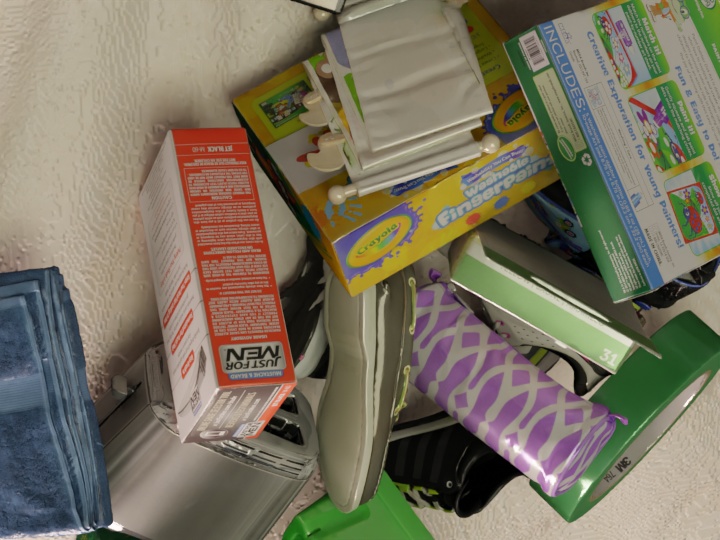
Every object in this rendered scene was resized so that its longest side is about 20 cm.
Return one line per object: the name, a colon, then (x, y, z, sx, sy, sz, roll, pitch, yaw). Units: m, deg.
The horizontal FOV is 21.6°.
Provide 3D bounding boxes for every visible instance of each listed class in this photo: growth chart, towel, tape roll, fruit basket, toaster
growth chart: (0.024, -0.138, 1.366, 0.144, 0.201, 0.018, -12, 143, 5)
towel: (-0.248, 0.099, 1.382, 0.048, 0.111, 0.201, -25, 106, -61)
tape roll: (0.225, 0.122, 1.576, 0.200, 0.048, 0.201, -42, 164, -15)
fruit basket: (0.014, 0.269, 1.544, 0.215, 0.156, 0.216, -30, 153, -17)
toaster: (-0.120, 0.143, 1.456, 0.199, 0.114, 0.129, 26, 120, -26)

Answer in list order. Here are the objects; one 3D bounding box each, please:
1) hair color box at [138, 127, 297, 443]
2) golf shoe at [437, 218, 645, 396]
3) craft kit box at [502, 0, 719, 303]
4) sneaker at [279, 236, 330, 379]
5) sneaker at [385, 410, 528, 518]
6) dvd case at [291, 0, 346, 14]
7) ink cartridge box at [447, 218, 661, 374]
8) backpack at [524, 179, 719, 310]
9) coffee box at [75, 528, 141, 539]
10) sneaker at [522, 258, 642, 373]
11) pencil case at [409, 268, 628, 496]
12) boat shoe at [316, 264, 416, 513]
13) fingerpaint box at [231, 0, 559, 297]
hair color box: (-0.105, 0.011, 1.360, 0.064, 0.201, 0.111, -2, 156, -21)
golf shoe: (0.124, 0.020, 1.505, 0.200, 0.073, 0.092, 33, 92, 3)
craft kit box: (0.215, -0.102, 1.353, 0.197, 0.048, 0.201, -23, 90, -38)
sneaker: (0.000, 0.000, 1.495, 0.086, 0.080, 0.200, 16, 113, -40)
sneaker: (0.063, 0.166, 1.542, 0.199, 0.083, 0.072, -29, 132, 24)
dvd case: (-0.048, -0.297, 1.353, 0.142, 0.018, 0.201, 15, 106, -17)
ink cartridge box: (0.136, 0.023, 1.370, 0.145, 0.200, 0.048, 29, 102, -4)
backpack: (0.204, -0.087, 1.488, 0.199, 0.135, 0.183, 30, 72, -2)
coffee box: (-0.143, 0.261, 1.466, 0.122, 0.200, 0.044, 11, 111, -28)
sneaker: (0.141, 0.038, 1.573, 0.200, 0.074, 0.081, -33, 102, -6)
pencil case: (0.105, 0.088, 1.474, 0.086, 0.200, 0.084, -49, 165, -5)
boat shoe: (0.008, 0.087, 1.441, 0.060, 0.072, 0.203, -8, 110, -34)
fingerpaint box: (0.033, -0.100, 1.394, 0.199, 0.167, 0.073, -30, 144, -9)
